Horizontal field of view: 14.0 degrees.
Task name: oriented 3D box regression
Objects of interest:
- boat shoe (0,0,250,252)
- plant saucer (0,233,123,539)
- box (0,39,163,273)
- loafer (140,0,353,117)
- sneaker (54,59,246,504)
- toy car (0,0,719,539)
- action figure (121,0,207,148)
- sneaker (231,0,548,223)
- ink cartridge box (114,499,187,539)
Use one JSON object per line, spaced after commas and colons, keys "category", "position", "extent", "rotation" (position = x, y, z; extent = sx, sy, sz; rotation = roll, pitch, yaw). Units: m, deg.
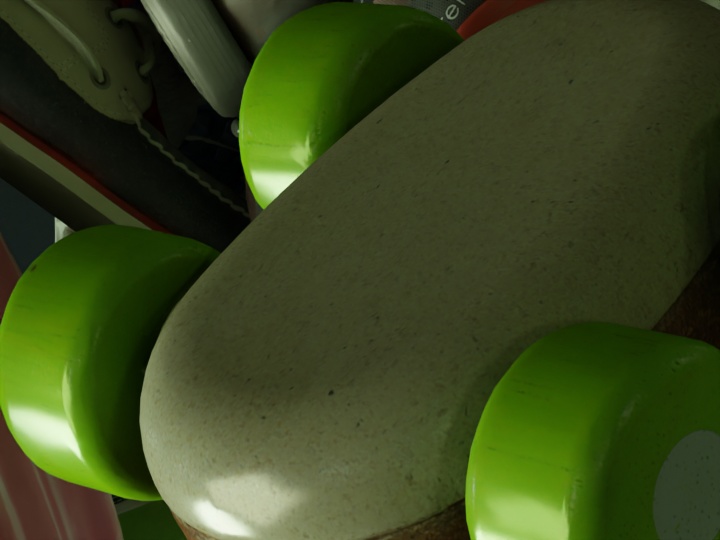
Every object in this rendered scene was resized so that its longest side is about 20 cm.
{"category": "boat shoe", "position": [-0.091, -0.059, 0.790], "extent": [0.200, 0.063, 0.071], "rotation": [36, 168, -11]}
{"category": "plant saucer", "position": [-0.115, 0.041, 0.817], "extent": [0.201, 0.051, 0.201], "rotation": [58, 162, 32]}
{"category": "box", "position": [-0.108, 0.006, 1.081], "extent": [0.107, 0.148, 0.200], "rotation": [60, 164, 15]}
{"category": "loafer", "position": [-0.028, -0.090, 0.840], "extent": [0.072, 0.063, 0.200], "rotation": [57, -176, -13]}
{"category": "sneaker", "position": [-0.068, 0.007, 0.938], "extent": [0.201, 0.077, 0.086], "rotation": [-75, -10, -46]}
{"category": "toy car", "position": [0.051, 0.058, 0.614], "extent": [0.164, 0.158, 0.201], "rotation": [11, 137, 45]}
{"category": "action figure", "position": [-0.128, -0.087, 0.920], "extent": [0.193, 0.105, 0.200], "rotation": [31, -171, 14]}
{"category": "sneaker", "position": [0.005, -0.017, 0.750], "extent": [0.082, 0.077, 0.201], "rotation": [42, 135, 21]}
{"category": "ink cartridge box", "position": [0.029, 0.141, 0.830], "extent": [0.076, 0.147, 0.201], "rotation": [76, 173, -68]}
